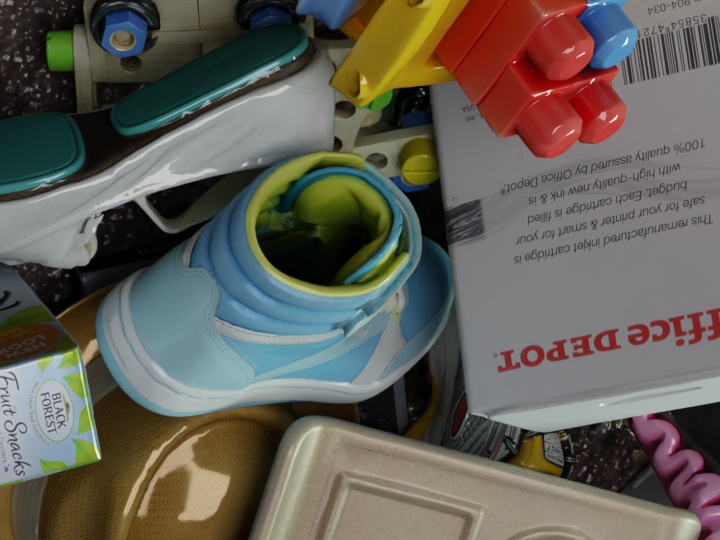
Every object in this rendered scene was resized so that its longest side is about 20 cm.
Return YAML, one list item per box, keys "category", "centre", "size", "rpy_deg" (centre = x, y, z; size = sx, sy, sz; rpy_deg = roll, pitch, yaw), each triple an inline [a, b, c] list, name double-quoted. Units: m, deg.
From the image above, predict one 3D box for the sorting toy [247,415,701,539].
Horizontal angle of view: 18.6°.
- category: "sorting toy"
  centre: [0.032, 0.167, 0.964]
  size: [0.200, 0.036, 0.185]
  rpy_deg: [15, 103, -16]

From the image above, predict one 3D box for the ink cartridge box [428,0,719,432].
- category: "ink cartridge box"
  centre: [0.114, -0.040, 0.939]
  size: [0.084, 0.145, 0.200]
  rpy_deg: [22, 59, -63]

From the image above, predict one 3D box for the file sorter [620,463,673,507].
- category: "file sorter"
  centre: [0.184, 0.206, 1.070]
  size: [0.139, 0.200, 0.125]
  rpy_deg: [-44, 119, -4]

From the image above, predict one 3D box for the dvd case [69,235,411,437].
- category: "dvd case"
  centre: [-0.049, 0.076, 1.033]
  size: [0.150, 0.025, 0.200]
  rpy_deg: [-13, 111, -18]

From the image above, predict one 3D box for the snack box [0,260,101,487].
- category: "snack box"
  centre: [-0.197, 0.039, 0.863]
  size: [0.142, 0.200, 0.053]
  rpy_deg: [-15, 110, -17]

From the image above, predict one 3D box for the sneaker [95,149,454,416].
- category: "sneaker"
  centre: [0.000, 0.000, 0.915]
  size: [0.200, 0.131, 0.080]
  rpy_deg: [-14, 72, -49]

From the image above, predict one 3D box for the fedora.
- category: "fedora"
  centre: [-0.081, 0.101, 0.967]
  size: [0.200, 0.082, 0.201]
  rpy_deg: [-6, 108, -20]

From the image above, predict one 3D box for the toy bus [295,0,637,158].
- category: "toy bus"
  centre: [0.019, -0.125, 0.840]
  size: [0.200, 0.192, 0.136]
  rpy_deg: [-14, 154, -41]

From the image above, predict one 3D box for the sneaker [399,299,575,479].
- category: "sneaker"
  centre: [0.074, 0.065, 1.036]
  size: [0.078, 0.082, 0.200]
  rpy_deg: [18, 90, -41]

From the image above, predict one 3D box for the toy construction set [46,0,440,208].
- category: "toy construction set"
  centre: [-0.061, -0.074, 0.952]
  size: [0.200, 0.092, 0.131]
  rpy_deg: [-12, 135, -11]

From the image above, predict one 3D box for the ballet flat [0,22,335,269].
- category: "ballet flat"
  centre: [-0.101, -0.037, 0.881]
  size: [0.200, 0.069, 0.069]
  rpy_deg: [-20, 113, -3]

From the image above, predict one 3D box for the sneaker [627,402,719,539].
- category: "sneaker"
  centre: [0.177, 0.070, 1.033]
  size: [0.095, 0.200, 0.079]
  rpy_deg: [-30, 146, 4]
